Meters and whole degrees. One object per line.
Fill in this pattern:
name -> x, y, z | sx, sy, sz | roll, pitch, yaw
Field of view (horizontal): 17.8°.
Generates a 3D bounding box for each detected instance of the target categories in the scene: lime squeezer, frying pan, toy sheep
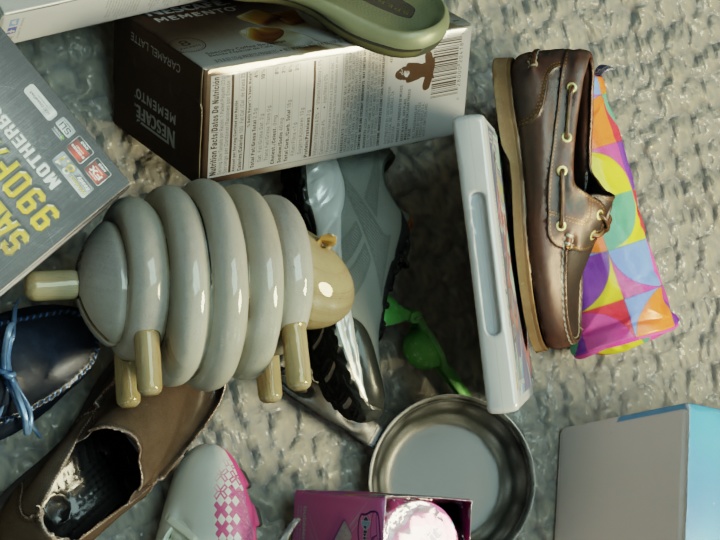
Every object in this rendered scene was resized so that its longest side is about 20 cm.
lime squeezer -> 0.025, 0.057, 1.514 | 0.200, 0.038, 0.071 | 25, 69, -25
frying pan -> 0.023, 0.133, 1.501 | 0.190, 0.031, 0.115 | 9, 83, -13
toy sheep -> -0.098, 0.011, 1.352 | 0.200, 0.138, 0.138 | 0, 81, -24

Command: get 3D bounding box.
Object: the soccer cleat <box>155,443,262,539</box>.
soccer cleat -> -0.109, 0.203, 1.384 | 0.086, 0.070, 0.200 | 7, 78, -38

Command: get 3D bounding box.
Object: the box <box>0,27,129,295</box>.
box -> -0.255, -0.074, 1.303 | 0.158, 0.048, 0.200 | -41, 96, -20

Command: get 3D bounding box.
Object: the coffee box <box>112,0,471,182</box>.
coffee box -> -0.044, -0.125, 1.453 | 0.200, 0.114, 0.080 | -13, 120, -31

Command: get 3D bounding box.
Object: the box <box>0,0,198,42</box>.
box -> -0.168, -0.222, 1.423 | 0.200, 0.036, 0.144 | -18, 65, -34

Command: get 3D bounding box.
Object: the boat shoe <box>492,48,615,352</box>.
boat shoe -> 0.132, -0.046, 1.508 | 0.070, 0.070, 0.200 | -5, 98, 11

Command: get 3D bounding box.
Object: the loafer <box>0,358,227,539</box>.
loafer -> -0.139, 0.108, 1.386 | 0.073, 0.071, 0.200 | 46, 61, -15

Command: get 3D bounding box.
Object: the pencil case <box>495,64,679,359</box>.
pencil case -> 0.156, -0.041, 1.585 | 0.088, 0.088, 0.200 | -15, 89, -32

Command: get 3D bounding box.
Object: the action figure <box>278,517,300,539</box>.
action figure -> -0.033, 0.238, 1.320 | 0.102, 0.119, 0.200 | -5, 51, -31

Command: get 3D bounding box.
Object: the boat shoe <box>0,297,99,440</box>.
boat shoe -> -0.231, 0.078, 1.339 | 0.200, 0.069, 0.084 | -32, 98, -31

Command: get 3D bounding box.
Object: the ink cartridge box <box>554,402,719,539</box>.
ink cartridge box -> 0.255, 0.183, 1.561 | 0.200, 0.147, 0.146 | 12, 74, -28

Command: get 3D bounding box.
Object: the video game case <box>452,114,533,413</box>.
video game case -> 0.088, -0.003, 1.478 | 0.023, 0.200, 0.182 | -7, 89, 6

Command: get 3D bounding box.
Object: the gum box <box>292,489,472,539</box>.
gum box -> 0.009, 0.237, 1.413 | 0.066, 0.113, 0.200 | 5, 85, -30

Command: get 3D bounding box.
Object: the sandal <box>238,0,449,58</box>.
sandal -> -0.035, -0.196, 1.401 | 0.201, 0.057, 0.080 | 21, 50, -2

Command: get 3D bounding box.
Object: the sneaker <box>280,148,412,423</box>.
sneaker -> 0.000, 0.000, 1.462 | 0.079, 0.074, 0.200 | 0, 66, -15
